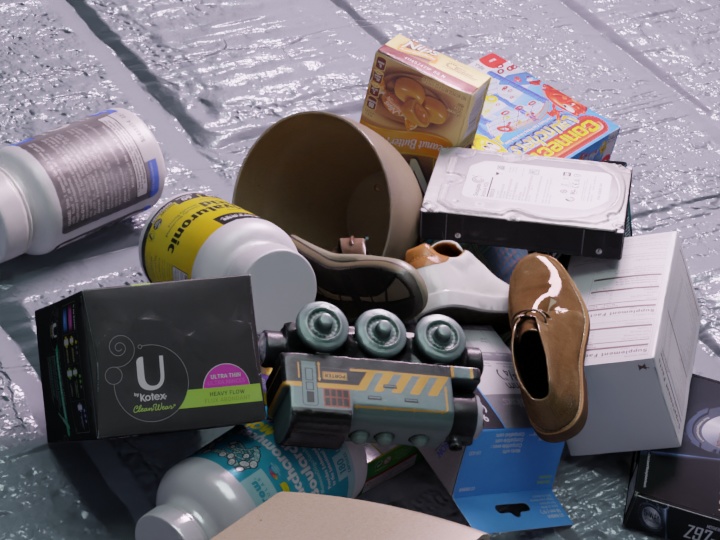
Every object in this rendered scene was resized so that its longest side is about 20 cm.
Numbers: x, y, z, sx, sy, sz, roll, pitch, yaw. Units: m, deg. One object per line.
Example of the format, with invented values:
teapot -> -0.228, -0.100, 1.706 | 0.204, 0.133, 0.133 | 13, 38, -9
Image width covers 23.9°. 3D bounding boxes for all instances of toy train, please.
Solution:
toy train -> 0.011, 0.096, 1.426 | 0.199, 0.085, 0.114 | 6, 58, -17

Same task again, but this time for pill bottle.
pill bottle -> -0.123, -0.003, 1.606 | 0.111, 0.112, 0.200 | -11, 19, -29
pill bottle -> -0.094, 0.189, 1.426 | 0.111, 0.111, 0.200 | 34, 42, 24
pill bottle -> -0.304, -0.083, 1.704 | 0.114, 0.114, 0.200 | 37, 42, 27

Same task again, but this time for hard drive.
hard drive -> 0.167, -0.070, 1.694 | 0.199, 0.038, 0.140 | 6, 32, 10

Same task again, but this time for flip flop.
flip flop -> 0.000, 0.000, 1.588 | 0.058, 0.081, 0.200 | -41, 28, -28

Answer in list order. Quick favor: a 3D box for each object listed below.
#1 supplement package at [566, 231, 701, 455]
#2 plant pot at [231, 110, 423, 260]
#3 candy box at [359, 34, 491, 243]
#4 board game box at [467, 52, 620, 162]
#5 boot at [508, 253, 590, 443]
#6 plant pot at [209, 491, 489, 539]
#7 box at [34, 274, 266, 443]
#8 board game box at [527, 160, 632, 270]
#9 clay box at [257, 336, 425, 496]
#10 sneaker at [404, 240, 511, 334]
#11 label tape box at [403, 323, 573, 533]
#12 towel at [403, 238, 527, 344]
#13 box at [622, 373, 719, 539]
supplement package -> 0.254, 0.068, 1.635 | 0.109, 0.114, 0.200 | -8, 33, 23
plant pot -> -0.013, -0.056, 1.721 | 0.200, 0.201, 0.134 | 39, 21, 29
candy box -> 0.057, -0.136, 1.812 | 0.115, 0.200, 0.055 | 27, 38, 17
board game box -> 0.169, -0.161, 1.998 | 0.196, 0.056, 0.200 | 33, 42, 24
boot -> 0.164, 0.052, 1.534 | 0.073, 0.076, 0.200 | -19, 47, 17
plant pot -> -0.037, 0.282, 1.275 | 0.177, 0.201, 0.200 | 24, 37, 33
box -> -0.183, 0.078, 1.447 | 0.148, 0.200, 0.125 | -5, 85, -23
board game box -> 0.231, -0.012, 1.765 | 0.028, 0.136, 0.200 | 8, 31, 31
clay box -> -0.039, 0.120, 1.581 | 0.115, 0.048, 0.200 | -23, 50, -41
sneaker -> 0.109, 0.012, 1.631 | 0.200, 0.073, 0.085 | 16, 53, -58
label tape box -> 0.112, 0.138, 1.540 | 0.144, 0.063, 0.200 | 3, 41, -46
towel -> 0.120, 0.008, 1.724 | 0.147, 0.022, 0.200 | 59, 40, -13
box -> 0.340, 0.185, 1.620 | 0.160, 0.044, 0.200 | 16, 37, 5
